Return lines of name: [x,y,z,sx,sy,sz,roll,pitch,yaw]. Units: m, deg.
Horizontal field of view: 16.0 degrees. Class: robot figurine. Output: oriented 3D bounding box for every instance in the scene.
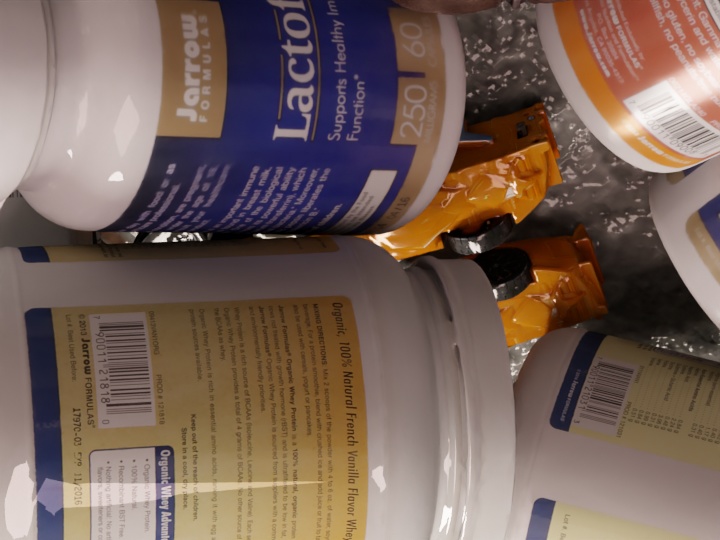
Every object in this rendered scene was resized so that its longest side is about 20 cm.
robot figurine: [0.000,0.000,1.128,0.200,0.058,0.145,-15,123,11]

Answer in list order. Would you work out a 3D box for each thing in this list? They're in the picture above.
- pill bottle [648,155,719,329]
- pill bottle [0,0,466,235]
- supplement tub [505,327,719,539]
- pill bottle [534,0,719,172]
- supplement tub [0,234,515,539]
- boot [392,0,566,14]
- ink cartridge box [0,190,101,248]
pill bottle: [0.227,-0.053,1.053,0.200,0.111,0.111,-38,116,25]
pill bottle: [-0.070,-0.071,0.974,0.200,0.116,0.116,-1,130,-33]
supplement tub: [0.157,0.114,1.088,0.200,0.145,0.145,14,126,11]
pill bottle: [0.173,-0.122,0.977,0.200,0.112,0.112,-25,122,38]
supplement tub: [-0.051,0.060,0.984,0.200,0.145,0.145,-2,126,-12]
boot: [0.090,-0.164,0.899,0.200,0.072,0.166,-5,145,8]
ink cartridge box: [-0.183,-0.011,1.071,0.144,0.084,0.200,-1,103,2]
